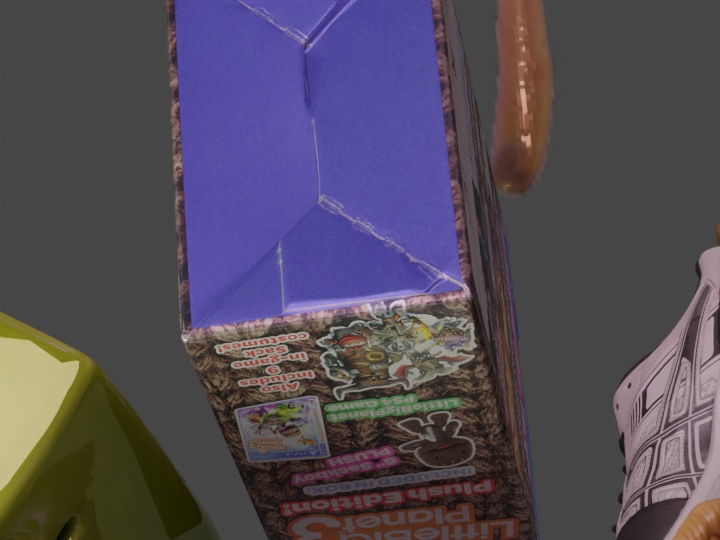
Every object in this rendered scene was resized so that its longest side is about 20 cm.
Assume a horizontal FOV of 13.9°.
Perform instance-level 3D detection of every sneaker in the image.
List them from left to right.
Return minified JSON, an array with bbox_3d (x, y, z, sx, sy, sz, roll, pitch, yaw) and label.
[{"bbox_3d":[0.125,0.079,1.077,0.087,0.076,0.201,11,66,49],"label":"sneaker"}]

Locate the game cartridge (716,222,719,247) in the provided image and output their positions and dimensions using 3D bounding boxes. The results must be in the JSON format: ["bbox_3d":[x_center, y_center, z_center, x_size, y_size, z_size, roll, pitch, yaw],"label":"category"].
[{"bbox_3d":[0.264,-0.007,1.117,0.176,0.033,0.200,-40,62,-14],"label":"game cartridge"}]

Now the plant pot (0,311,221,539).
[{"bbox_3d":[-0.188,0.106,1.038,0.199,0.199,0.182,22,71,21],"label":"plant pot"}]

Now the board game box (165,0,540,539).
[{"bbox_3d":[0.000,0.000,1.059,0.096,0.200,0.160,-8,57,6],"label":"board game box"}]
